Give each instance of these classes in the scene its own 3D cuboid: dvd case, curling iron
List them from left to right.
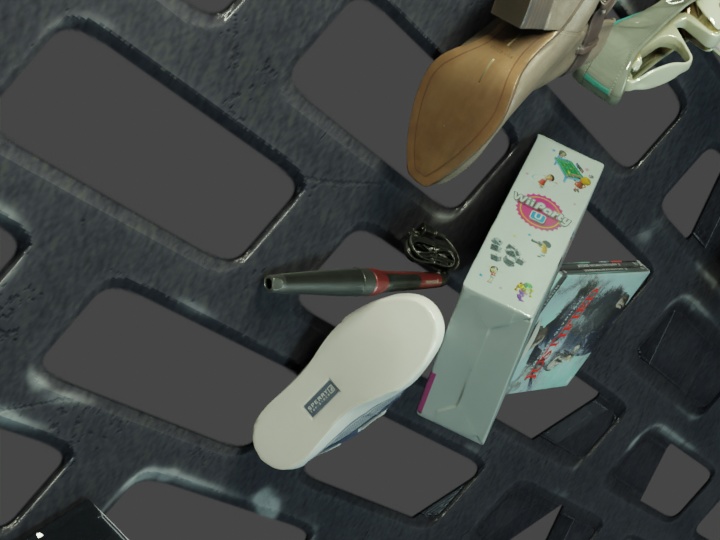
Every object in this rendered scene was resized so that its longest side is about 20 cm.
[{"bbox_3d":[0.000,0.000,1.846,0.199,0.050,0.026,-12,163,-45],"label":"curling iron"},{"bbox_3d":[0.181,0.053,2.274,0.146,0.022,0.200,-55,156,18],"label":"dvd case"}]

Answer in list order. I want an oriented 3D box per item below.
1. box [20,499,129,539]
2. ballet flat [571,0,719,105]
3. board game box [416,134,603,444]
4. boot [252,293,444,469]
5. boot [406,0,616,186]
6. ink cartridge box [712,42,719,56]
[{"bbox_3d":[-0.204,0.296,1.824,0.104,0.148,0.201,-31,154,-34],"label":"box"},{"bbox_3d":[0.248,-0.187,1.945,0.200,0.064,0.068,-34,154,-30],"label":"ballet flat"},{"bbox_3d":[0.117,0.013,1.940,0.200,0.064,0.148,-60,173,-47],"label":"board game box"},{"bbox_3d":[0.004,0.079,1.925,0.200,0.073,0.090,-39,170,29],"label":"boot"},{"bbox_3d":[0.121,-0.152,1.773,0.146,0.070,0.201,-15,142,-56],"label":"boot"},{"bbox_3d":[0.396,-0.236,2.101,0.200,0.084,0.146,-11,138,-55],"label":"ink cartridge box"}]
